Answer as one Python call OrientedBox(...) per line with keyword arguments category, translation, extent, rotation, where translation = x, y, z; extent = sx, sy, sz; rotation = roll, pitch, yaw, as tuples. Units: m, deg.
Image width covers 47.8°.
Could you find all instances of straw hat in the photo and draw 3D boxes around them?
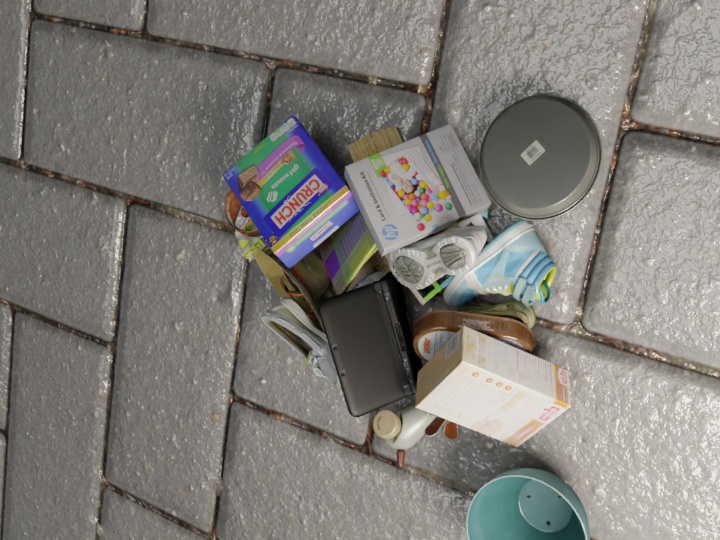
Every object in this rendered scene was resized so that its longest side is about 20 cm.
OrientedBox(category="straw hat", translation=(-0.104, 0.013, 1.503), extent=(0.085, 0.202, 0.201), rotation=(-40, 75, -15))

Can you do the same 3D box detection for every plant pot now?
OrientedBox(category="plant pot", translation=(0.289, 0.412, 1.340), extent=(0.197, 0.134, 0.204), rotation=(4, 100, 27))

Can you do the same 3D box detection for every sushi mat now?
OrientedBox(category="sushi mat", translation=(0.055, -0.148, 1.397), extent=(0.094, 0.012, 0.203), rotation=(-21, 74, -3))

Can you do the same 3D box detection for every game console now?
OrientedBox(category="game console", translation=(0.024, 0.121, 1.395), extent=(0.114, 0.176, 0.203), rotation=(-15, 95, 12))

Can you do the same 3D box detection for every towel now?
OrientedBox(category="towel", translation=(-0.020, -0.059, 1.427), extent=(0.144, 0.023, 0.201), rotation=(-55, 31, 22))

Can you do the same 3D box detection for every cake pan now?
OrientedBox(category="cake pan", translation=(0.279, -0.181, 1.285), extent=(0.197, 0.037, 0.204), rotation=(-1, 87, 24))

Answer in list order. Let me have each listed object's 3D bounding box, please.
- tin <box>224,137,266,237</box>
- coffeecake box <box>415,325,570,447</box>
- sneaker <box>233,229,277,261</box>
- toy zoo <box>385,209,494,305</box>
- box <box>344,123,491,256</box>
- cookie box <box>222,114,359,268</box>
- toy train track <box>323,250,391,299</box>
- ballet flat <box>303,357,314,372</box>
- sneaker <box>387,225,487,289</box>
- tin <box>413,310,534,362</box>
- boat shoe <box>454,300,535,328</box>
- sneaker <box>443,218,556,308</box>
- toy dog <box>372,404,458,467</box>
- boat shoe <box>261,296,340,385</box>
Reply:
OrientedBox(category="tin", translation=(-0.174, -0.156, 1.507), extent=(0.111, 0.042, 0.202), rotation=(26, 82, 30))
OrientedBox(category="coffeecake box", translation=(0.210, 0.190, 1.301), extent=(0.197, 0.074, 0.154), rotation=(23, 137, -14))
OrientedBox(category="sneaker", translation=(-0.150, -0.061, 1.543), extent=(0.197, 0.075, 0.078), rotation=(-2, 110, 36))
OrientedBox(category="toy zoo", translation=(0.142, -0.053, 1.396), extent=(0.200, 0.020, 0.132), rotation=(-42, 79, 17))
OrientedBox(category="box", translation=(0.092, -0.134, 1.335), extent=(0.197, 0.041, 0.158), rotation=(-23, 76, -10))
OrientedBox(category="cookie box", translation=(-0.120, -0.139, 1.419), extent=(0.170, 0.075, 0.201), rotation=(-39, 63, 4))
OrientedBox(category="toy train track", translation=(0.000, 0.000, 1.486), extent=(0.200, 0.032, 0.115), rotation=(-42, 78, 28))
OrientedBox(category="ballet flat", translation=(-0.018, 0.169, 1.514), extent=(0.197, 0.067, 0.068), rotation=(-2, 119, 31))
OrientedBox(category="sneaker", translation=(0.133, -0.027, 1.352), extent=(0.198, 0.099, 0.079), rotation=(-11, 107, 45))
OrientedBox(category="tin", translation=(0.183, 0.118, 1.323), extent=(0.196, 0.042, 0.113), rotation=(7, 135, 6))
OrientedBox(category="boat shoe", translation=(0.197, 0.099, 1.380), extent=(0.198, 0.063, 0.075), rotation=(-13, 92, 29))
OrientedBox(category="sneaker", translation=(0.234, 0.027, 1.335), extent=(0.200, 0.079, 0.131), rotation=(-45, 70, 27))
OrientedBox(category="toy dog", translation=(0.115, 0.279, 1.429), extent=(0.199, 0.131, 0.098), rotation=(-33, 60, 37))
OrientedBox(category="boat shoe", translation=(-0.096, 0.136, 1.462), extent=(0.202, 0.064, 0.075), rotation=(47, 151, 19))
